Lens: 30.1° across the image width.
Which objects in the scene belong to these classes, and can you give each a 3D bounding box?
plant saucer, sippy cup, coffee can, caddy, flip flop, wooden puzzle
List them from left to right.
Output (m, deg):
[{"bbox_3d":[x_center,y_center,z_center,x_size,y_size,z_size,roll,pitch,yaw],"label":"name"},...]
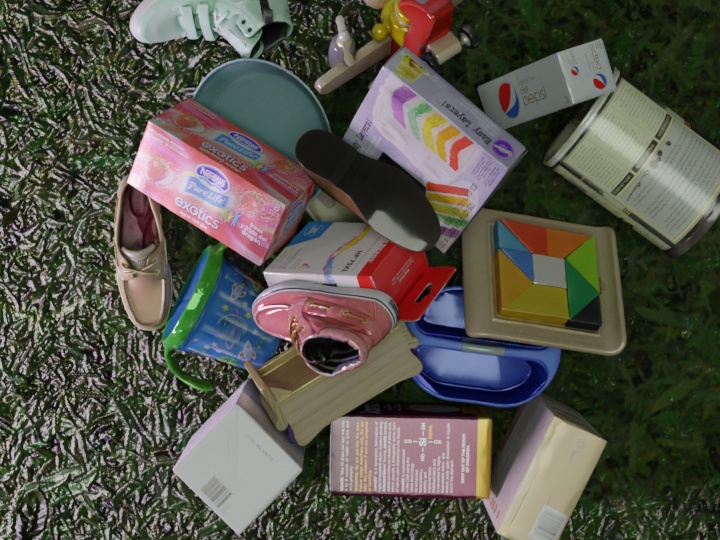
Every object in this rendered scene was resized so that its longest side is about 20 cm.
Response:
[{"bbox_3d":[-0.160,0.058,1.660,0.130,0.140,0.178,28,135,-13],"label":"sippy cup"},{"bbox_3d":[-0.118,-0.168,1.651,0.198,0.036,0.202,10,117,20],"label":"plant saucer"},{"bbox_3d":[-0.010,-0.059,1.682,0.081,0.058,0.200,-42,94,2],"label":"flip flop"},{"bbox_3d":[0.149,0.093,1.671,0.198,0.105,0.143,7,93,-1],"label":"caddy"},{"bbox_3d":[0.225,0.008,1.642,0.198,0.037,0.187,6,57,-8],"label":"wooden puzzle"},{"bbox_3d":[0.345,-0.132,1.638,0.199,0.146,0.147,36,93,-3],"label":"coffee can"}]

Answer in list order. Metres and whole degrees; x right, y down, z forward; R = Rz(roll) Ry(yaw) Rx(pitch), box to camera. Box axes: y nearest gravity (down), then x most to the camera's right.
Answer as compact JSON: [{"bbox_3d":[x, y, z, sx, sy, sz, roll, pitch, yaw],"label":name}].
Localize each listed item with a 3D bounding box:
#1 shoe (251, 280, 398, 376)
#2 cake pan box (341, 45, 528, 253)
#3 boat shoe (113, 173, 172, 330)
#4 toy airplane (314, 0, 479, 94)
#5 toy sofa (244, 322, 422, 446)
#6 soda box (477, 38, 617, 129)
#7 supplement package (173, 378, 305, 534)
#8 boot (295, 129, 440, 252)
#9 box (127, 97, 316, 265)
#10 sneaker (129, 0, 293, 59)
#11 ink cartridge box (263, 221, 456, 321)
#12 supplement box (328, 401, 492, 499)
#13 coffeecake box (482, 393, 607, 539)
[{"bbox_3d":[-0.059,0.066,1.529,0.198,0.091,0.072,0,124,33],"label":"shoe"},{"bbox_3d":[0.073,-0.134,1.538,0.184,0.200,0.052,43,56,4],"label":"cake pan box"},{"bbox_3d":[-0.278,-0.022,1.676,0.073,0.066,0.202,-8,94,0],"label":"boat shoe"},{"bbox_3d":[0.048,-0.293,1.601,0.198,0.200,0.142,-31,99,30],"label":"toy airplane"},{"bbox_3d":[-0.031,0.114,1.606,0.199,0.083,0.098,-32,118,-7],"label":"toy sofa"},{"bbox_3d":[0.220,-0.218,1.600,0.068,0.200,0.064,-20,93,-23],"label":"soda box"},{"bbox_3d":[-0.142,0.221,1.629,0.110,0.200,0.114,-45,93,2],"label":"supplement package"},{"bbox_3d":[0.012,-0.088,1.564,0.199,0.076,0.074,38,77,11],"label":"boot"},{"bbox_3d":[-0.166,-0.110,1.619,0.199,0.103,0.095,32,122,9],"label":"box"},{"bbox_3d":[-0.180,-0.300,1.632,0.199,0.074,0.119,-20,59,-1],"label":"sneaker"},{"bbox_3d":[0.000,0.000,1.589,0.198,0.116,0.068,2,126,34],"label":"ink cartridge box"},{"bbox_3d":[0.060,0.222,1.669,0.198,0.131,0.104,1,93,-2],"label":"supplement box"},{"bbox_3d":[0.218,0.241,1.636,0.073,0.200,0.155,25,94,-3],"label":"coffeecake box"}]
